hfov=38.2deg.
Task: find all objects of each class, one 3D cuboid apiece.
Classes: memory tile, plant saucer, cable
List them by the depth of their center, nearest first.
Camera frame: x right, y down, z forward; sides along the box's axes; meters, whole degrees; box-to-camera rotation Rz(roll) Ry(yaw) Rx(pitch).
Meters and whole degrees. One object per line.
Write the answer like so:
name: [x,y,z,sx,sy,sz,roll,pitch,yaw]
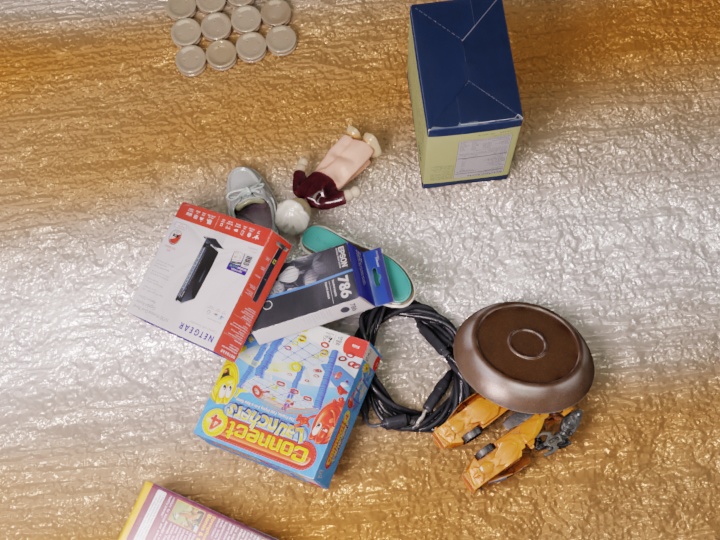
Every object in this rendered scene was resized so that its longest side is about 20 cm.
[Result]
plant saucer: [0.227,0.109,1.430,0.197,0.032,0.202,4,44,-3]
cable: [0.072,0.125,1.465,0.161,0.051,0.203,-3,70,0]
memory tile: [-0.207,-0.394,1.667,0.197,0.017,0.155,-13,71,-4]

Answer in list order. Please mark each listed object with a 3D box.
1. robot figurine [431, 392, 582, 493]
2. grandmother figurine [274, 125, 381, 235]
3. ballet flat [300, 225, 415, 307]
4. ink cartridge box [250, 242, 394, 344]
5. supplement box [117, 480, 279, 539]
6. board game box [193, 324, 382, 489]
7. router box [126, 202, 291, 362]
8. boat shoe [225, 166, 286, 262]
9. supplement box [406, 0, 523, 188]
robot figurine: [0.203,0.206,1.424,0.199,0.058,0.146,-31,73,-16]
grandmother figurine: [-0.051,-0.127,1.527,0.121,0.061,0.200,21,57,39]
ballet flat: [0.000,0.000,1.493,0.199,0.070,0.070,30,74,23]
ink cartridge box: [-0.059,0.025,1.429,0.198,0.039,0.100,-18,53,4]
supplement box: [-0.211,0.371,1.367,0.198,0.086,0.111,22,72,9]
board game box: [-0.099,0.169,1.420,0.198,0.056,0.198,15,71,25]
router box: [-0.212,0.012,1.450,0.199,0.049,0.181,17,77,40]
boat shoe: [-0.153,-0.074,1.524,0.073,0.065,0.204,-13,62,-3]
supplement box: [0.145,-0.254,1.514,0.132,0.200,0.203,-6,71,-1]
